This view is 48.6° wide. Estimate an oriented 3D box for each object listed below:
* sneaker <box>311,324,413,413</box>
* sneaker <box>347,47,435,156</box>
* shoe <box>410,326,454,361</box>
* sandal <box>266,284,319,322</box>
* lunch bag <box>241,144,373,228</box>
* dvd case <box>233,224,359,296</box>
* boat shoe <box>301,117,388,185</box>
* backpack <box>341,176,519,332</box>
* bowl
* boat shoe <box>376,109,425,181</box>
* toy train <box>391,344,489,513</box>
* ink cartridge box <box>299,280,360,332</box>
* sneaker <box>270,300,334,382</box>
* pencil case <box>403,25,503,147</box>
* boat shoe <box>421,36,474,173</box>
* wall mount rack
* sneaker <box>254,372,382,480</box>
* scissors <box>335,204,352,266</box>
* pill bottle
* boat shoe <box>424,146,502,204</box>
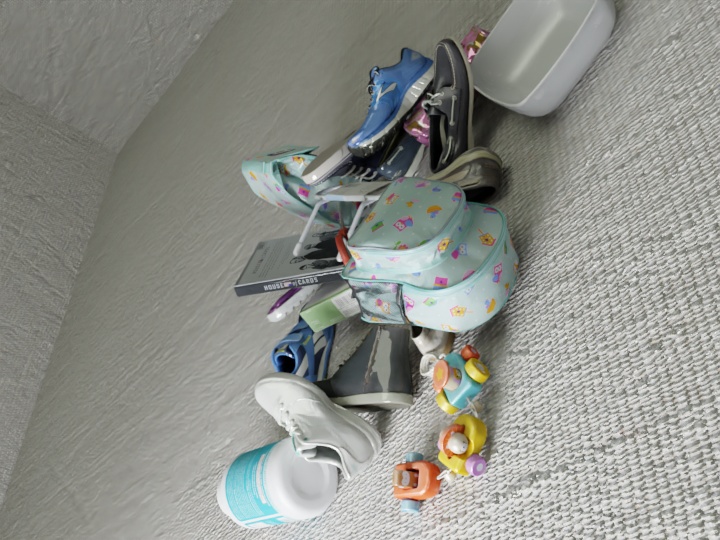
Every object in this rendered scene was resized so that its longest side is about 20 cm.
[{"bbox_3d":[0.000,0.139,1.112,0.198,0.074,0.108,-12,66,43],"label":"sneaker"},{"bbox_3d":[0.037,-0.267,1.259,0.201,0.089,0.079,-53,-1,-13],"label":"sneaker"},{"bbox_3d":[0.096,0.026,1.088,0.070,0.053,0.202,-35,38,39],"label":"shoe"},{"bbox_3d":[-0.086,0.001,1.321,0.203,0.050,0.082,-48,15,-18],"label":"sandal"},{"bbox_3d":[-0.103,-0.159,1.423,0.170,0.198,0.124,20,90,62],"label":"lunch bag"},{"bbox_3d":[-0.090,-0.019,1.276,0.197,0.025,0.151,-10,27,17],"label":"dvd case"},{"bbox_3d":[-0.009,-0.177,1.336,0.200,0.093,0.074,-44,22,-31],"label":"boat shoe"},{"bbox_3d":[0.092,-0.019,0.996,0.198,0.155,0.176,15,51,31],"label":"backpack"},{"bbox_3d":[0.256,-0.307,1.103,0.201,0.074,0.200,-55,28,12],"label":"bowl"},{"bbox_3d":[0.082,-0.241,1.343,0.075,0.061,0.202,4,67,63],"label":"boat shoe"},{"bbox_3d":[0.084,0.182,0.949,0.149,0.055,0.203,-17,57,49],"label":"toy train"},{"bbox_3d":[0.000,0.000,1.284,0.145,0.048,0.201,-28,19,45],"label":"ink cartridge box"},{"bbox_3d":[-0.096,0.124,1.291,0.074,0.082,0.202,-38,34,38],"label":"sneaker"},{"bbox_3d":[0.152,-0.283,1.247,0.086,0.082,0.201,43,104,30],"label":"pencil case"},{"bbox_3d":[0.124,-0.238,1.168,0.072,0.062,0.204,-167,69,-67],"label":"boat shoe"},{"bbox_3d":[-0.015,-0.085,1.241,0.173,0.076,0.199,-28,21,-34],"label":"wall mount rack"},{"bbox_3d":[-0.073,0.208,1.063,0.088,0.198,0.076,-43,-31,-43],"label":"sneaker"},{"bbox_3d":[-0.024,-0.055,1.118,0.014,0.073,0.201,-29,42,11],"label":"scissors"},{"bbox_3d":[-0.129,0.309,1.147,0.199,0.110,0.112,-28,42,45],"label":"pill bottle"},{"bbox_3d":[0.120,-0.096,1.138,0.200,0.074,0.074,-40,35,39],"label":"boat shoe"}]
